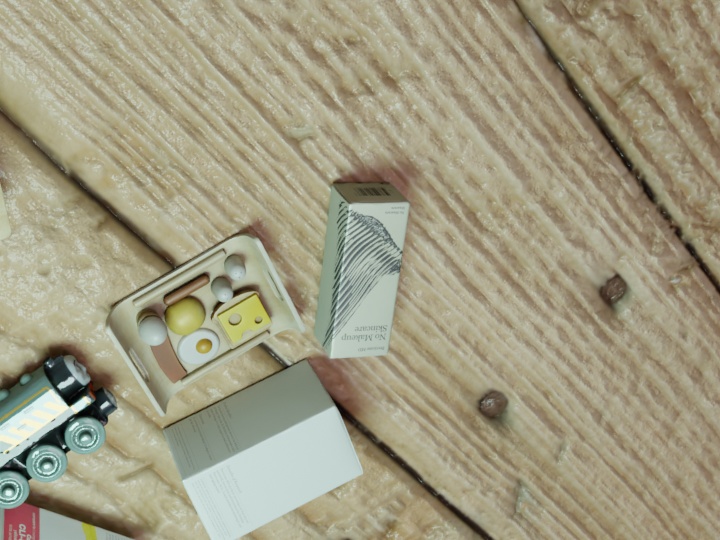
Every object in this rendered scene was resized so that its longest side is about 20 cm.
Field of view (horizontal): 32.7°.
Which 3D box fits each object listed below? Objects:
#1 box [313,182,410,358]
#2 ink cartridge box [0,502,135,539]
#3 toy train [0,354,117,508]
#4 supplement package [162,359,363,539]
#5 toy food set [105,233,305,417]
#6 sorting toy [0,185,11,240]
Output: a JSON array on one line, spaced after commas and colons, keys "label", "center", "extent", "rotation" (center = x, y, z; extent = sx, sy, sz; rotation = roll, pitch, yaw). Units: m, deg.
[{"label": "box", "center": [0.000, 0.000, 1.451], "extent": [0.082, 0.068, 0.201], "rotation": [-3, 115, -20]}, {"label": "ink cartridge box", "center": [-0.370, 0.370, 1.457], "extent": [0.199, 0.084, 0.145], "rotation": [27, 116, -31]}, {"label": "toy train", "center": [-0.376, 0.181, 1.383], "extent": [0.200, 0.085, 0.114], "rotation": [-35, 113, -3]}, {"label": "supplement package", "center": [-0.117, 0.219, 1.483], "extent": [0.199, 0.117, 0.118], "rotation": [-25, 121, -8]}, {"label": "toy food set", "center": [-0.176, 0.065, 1.416], "extent": [0.199, 0.060, 0.144], "rotation": [-30, 122, -6]}, {"label": "sorting toy", "center": [-0.467, -0.107, 1.201], "extent": [0.199, 0.070, 0.200], "rotation": [-17, 120, -21]}]
